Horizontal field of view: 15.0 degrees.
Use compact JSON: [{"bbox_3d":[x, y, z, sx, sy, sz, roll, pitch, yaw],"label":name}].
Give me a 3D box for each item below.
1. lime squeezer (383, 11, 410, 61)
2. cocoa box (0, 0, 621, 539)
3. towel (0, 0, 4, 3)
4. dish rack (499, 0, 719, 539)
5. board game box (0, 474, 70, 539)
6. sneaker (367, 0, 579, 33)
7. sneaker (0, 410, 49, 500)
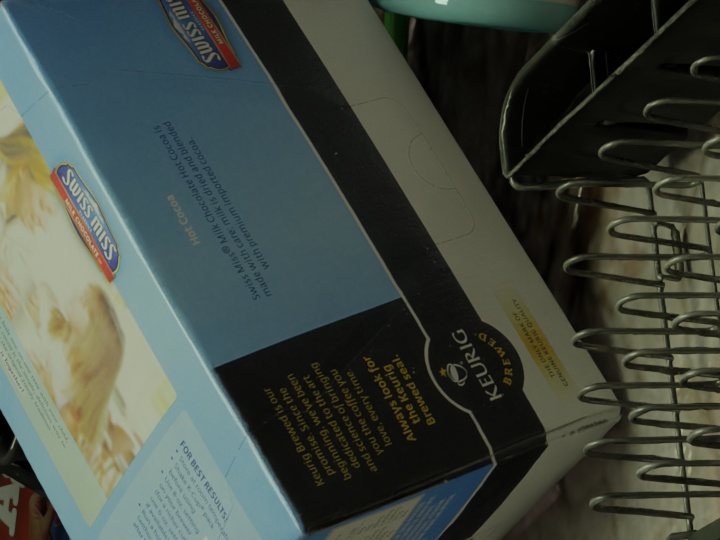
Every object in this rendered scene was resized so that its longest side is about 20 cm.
[{"bbox_3d":[0.000,0.000,0.998,0.071,0.037,0.201,-155,71,-65],"label":"lime squeezer"},{"bbox_3d":[-0.039,0.013,0.886,0.201,0.131,0.134,59,144,18],"label":"cocoa box"},{"bbox_3d":[-0.063,-0.132,0.875,0.024,0.147,0.200,48,129,9],"label":"towel"},{"bbox_3d":[0.103,0.010,0.740,0.153,0.054,0.201,135,135,-57],"label":"dish rack"},{"bbox_3d":[-0.131,0.029,1.092,0.103,0.019,0.201,35,-122,-66],"label":"board game box"},{"bbox_3d":[0.018,-0.157,0.943,0.200,0.079,0.131,22,108,56],"label":"sneaker"},{"bbox_3d":[-0.094,0.068,0.970,0.199,0.083,0.072,28,109,22],"label":"sneaker"}]
